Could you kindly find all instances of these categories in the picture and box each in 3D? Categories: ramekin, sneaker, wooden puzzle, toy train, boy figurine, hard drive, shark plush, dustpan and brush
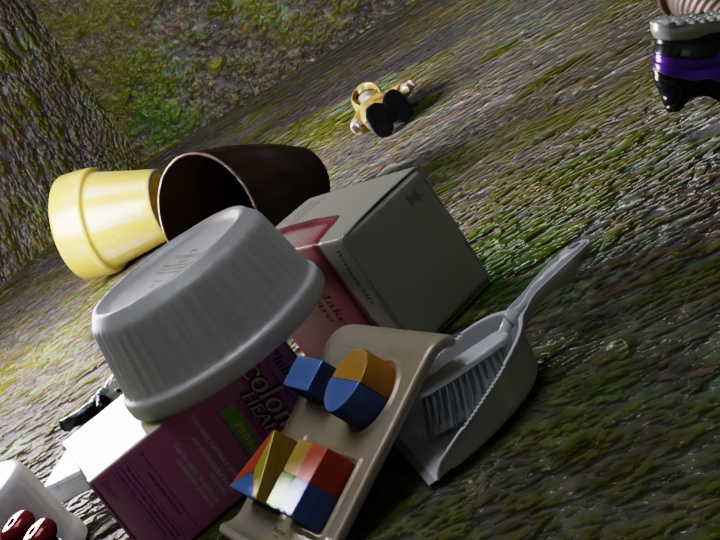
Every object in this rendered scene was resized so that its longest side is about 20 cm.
[{"bbox_3d":[-0.366,0.271,1.272,0.200,0.098,0.201,-33,15,10],"label":"ramekin"},{"bbox_3d":[0.338,-0.165,1.115,0.198,0.100,0.070,-2,15,4],"label":"sneaker"},{"bbox_3d":[-0.030,0.119,0.999,0.201,0.046,0.185,-58,19,-13],"label":"wooden puzzle"},{"bbox_3d":[-0.259,0.269,1.085,0.116,0.085,0.200,-52,20,-21],"label":"toy train"},{"bbox_3d":[0.033,-0.263,2.145,0.124,0.065,0.200,-37,17,2],"label":"boy figurine"},{"bbox_3d":[-0.221,0.165,1.386,0.199,0.027,0.132,-25,16,15],"label":"hard drive"},{"bbox_3d":[-0.240,0.131,1.502,0.200,0.091,0.083,-46,-1,-34],"label":"shark plush"},{"bbox_3d":[0.099,0.056,0.976,0.199,0.057,0.140,-37,14,-5],"label":"dustpan and brush"},{"bbox_3d":[-0.136,0.029,1.141,0.202,0.095,0.203,-33,15,10],"label":"ramekin"}]

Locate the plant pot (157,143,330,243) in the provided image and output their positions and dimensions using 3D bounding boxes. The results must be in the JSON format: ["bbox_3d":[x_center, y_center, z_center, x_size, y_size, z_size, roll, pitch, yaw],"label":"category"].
[{"bbox_3d":[-0.137,-0.093,1.812,0.186,0.188,0.199,-21,5,43],"label":"plant pot"}]

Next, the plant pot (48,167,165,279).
[{"bbox_3d":[-0.441,-0.102,2.478,0.187,0.202,0.201,-14,20,18],"label":"plant pot"}]

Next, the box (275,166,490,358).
[{"bbox_3d":[0.000,0.000,1.245,0.109,0.128,0.199,-43,16,-27],"label":"box"}]

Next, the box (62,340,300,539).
[{"bbox_3d":[-0.146,0.141,1.190,0.200,0.097,0.176,-40,15,-14],"label":"box"}]

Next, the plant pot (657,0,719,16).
[{"bbox_3d":[0.365,-0.246,1.195,0.200,0.200,0.093,-24,59,36],"label":"plant pot"}]
